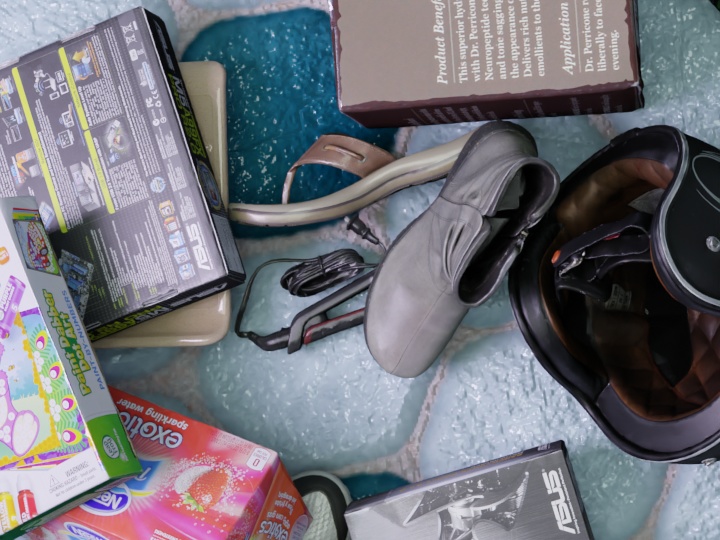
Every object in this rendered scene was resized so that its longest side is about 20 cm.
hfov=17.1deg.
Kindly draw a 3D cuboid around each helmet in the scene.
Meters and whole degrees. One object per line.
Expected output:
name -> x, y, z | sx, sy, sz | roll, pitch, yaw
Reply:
helmet -> 0.212, 0.023, 1.569 | 0.200, 0.200, 0.191 | -43, 111, 4

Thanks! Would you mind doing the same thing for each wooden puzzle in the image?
wooden puzzle -> -0.178, -0.043, 1.689 | 0.184, 0.046, 0.201 | -2, 83, 13

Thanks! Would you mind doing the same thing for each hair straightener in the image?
hair straightener -> 0.000, 0.000, 1.679 | 0.199, 0.041, 0.077 | -21, 86, 11

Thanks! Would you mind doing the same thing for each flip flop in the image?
flip flop -> 0.002, -0.073, 1.654 | 0.199, 0.081, 0.058 | -20, 92, 2

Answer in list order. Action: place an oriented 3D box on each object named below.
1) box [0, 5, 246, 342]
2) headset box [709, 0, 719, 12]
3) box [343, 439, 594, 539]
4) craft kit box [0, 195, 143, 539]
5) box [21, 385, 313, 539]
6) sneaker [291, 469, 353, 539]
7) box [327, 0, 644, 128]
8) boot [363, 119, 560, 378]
box -> -0.183, -0.059, 1.644 | 0.160, 0.044, 0.201 | -22, 79, 13
headset box -> 0.341, -0.195, 1.608 | 0.174, 0.093, 0.200 | -40, 85, 5
box -> 0.093, 0.233, 1.639 | 0.158, 0.048, 0.201 | -16, 94, 6
craft kit box -> -0.259, 0.081, 1.577 | 0.200, 0.048, 0.198 | -29, 76, 29
box -> -0.146, 0.152, 1.615 | 0.199, 0.096, 0.100 | 20, 65, 28
sneaker -> -0.079, 0.223, 1.653 | 0.076, 0.088, 0.200 | 41, 92, 8
box -> 0.086, -0.187, 1.604 | 0.199, 0.164, 0.167 | -3, 89, 7
boot -> 0.061, -0.003, 1.576 | 0.068, 0.131, 0.200 | 26, 106, -9
